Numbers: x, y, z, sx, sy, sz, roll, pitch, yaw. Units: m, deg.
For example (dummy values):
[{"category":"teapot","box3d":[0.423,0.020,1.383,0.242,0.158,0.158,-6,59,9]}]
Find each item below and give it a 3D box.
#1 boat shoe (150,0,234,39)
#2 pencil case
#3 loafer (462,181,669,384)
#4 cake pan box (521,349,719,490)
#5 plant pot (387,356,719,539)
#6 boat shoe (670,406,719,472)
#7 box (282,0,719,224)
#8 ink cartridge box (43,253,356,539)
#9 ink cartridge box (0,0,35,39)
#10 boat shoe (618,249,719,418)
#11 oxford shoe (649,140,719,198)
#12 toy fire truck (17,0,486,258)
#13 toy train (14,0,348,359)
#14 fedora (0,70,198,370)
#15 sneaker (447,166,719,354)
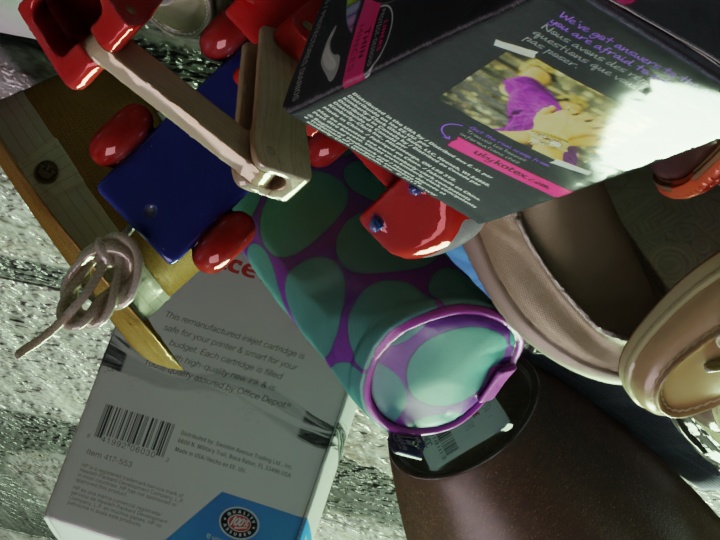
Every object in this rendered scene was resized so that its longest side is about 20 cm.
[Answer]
[{"category":"boat shoe","box3d":[-0.095,-0.150,1.048,0.072,0.062,0.200,14,159,13]},{"category":"pencil case","box3d":[0.000,0.000,1.171,0.092,0.085,0.200,30,-165,-41]},{"category":"loafer","box3d":[0.081,-0.034,1.088,0.200,0.076,0.068,49,133,-3]},{"category":"cake pan box","box3d":[0.196,0.059,1.321,0.200,0.052,0.184,32,153,-29]},{"category":"plant pot","box3d":[0.101,0.147,1.337,0.187,0.187,0.200,-1,136,41]},{"category":"boat shoe","box3d":[0.205,0.077,1.203,0.066,0.072,0.201,16,168,33]},{"category":"box","box3d":[0.076,-0.109,0.921,0.106,0.123,0.200,29,156,-24]},{"category":"ink cartridge box","box3d":[-0.081,0.085,1.408,0.146,0.200,0.086,16,160,8]},{"category":"ink cartridge box","box3d":[-0.218,-0.176,1.112,0.199,0.050,0.161,9,156,19]},{"category":"boat shoe","box3d":[0.208,0.015,1.050,0.200,0.063,0.073,-31,140,13]},{"category":"oxford shoe","box3d":[0.157,-0.086,1.014,0.073,0.071,0.200,51,162,3]},{"category":"toy fire truck","box3d":[-0.033,-0.074,1.004,0.200,0.141,0.049,48,130,-1]},{"category":"toy train","box3d":[-0.090,-0.037,1.124,0.085,0.200,0.116,46,179,-4]},{"category":"fedora","box3d":[-0.129,-0.045,1.239,0.201,0.082,0.201,55,177,4]},{"category":"sneaker","box3d":[0.124,0.001,1.199,0.199,0.077,0.111,17,153,18]}]
